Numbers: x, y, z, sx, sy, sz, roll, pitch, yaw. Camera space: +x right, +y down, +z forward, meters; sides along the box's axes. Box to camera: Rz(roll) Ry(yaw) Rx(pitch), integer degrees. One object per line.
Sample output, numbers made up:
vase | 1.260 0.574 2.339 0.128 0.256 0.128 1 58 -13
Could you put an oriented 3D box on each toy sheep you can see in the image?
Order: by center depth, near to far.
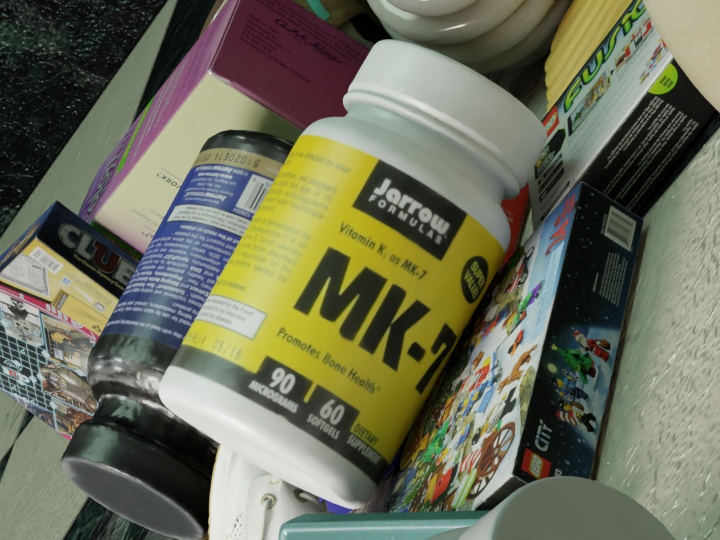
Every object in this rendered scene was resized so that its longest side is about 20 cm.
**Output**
toy sheep | 0.057 -0.180 1.675 0.138 0.200 0.138 -9 72 29

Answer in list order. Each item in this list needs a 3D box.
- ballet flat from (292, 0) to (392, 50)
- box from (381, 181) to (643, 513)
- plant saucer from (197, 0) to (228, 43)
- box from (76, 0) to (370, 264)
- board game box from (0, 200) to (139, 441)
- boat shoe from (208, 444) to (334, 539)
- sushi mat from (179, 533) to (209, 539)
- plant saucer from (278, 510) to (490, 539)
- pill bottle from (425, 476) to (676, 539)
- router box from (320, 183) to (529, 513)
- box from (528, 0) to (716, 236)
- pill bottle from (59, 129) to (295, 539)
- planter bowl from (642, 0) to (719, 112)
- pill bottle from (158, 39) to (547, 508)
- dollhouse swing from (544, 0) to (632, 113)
ballet flat | 0.013 -0.116 1.764 0.068 0.200 0.072 -41 52 2
box | 0.062 0.069 1.323 0.137 0.038 0.200 -48 16 39
plant saucer | -0.022 -0.143 1.791 0.200 0.200 0.032 -54 49 19
box | -0.050 -0.040 1.714 0.200 0.176 0.097 -48 16 41
board game box | -0.139 0.059 1.738 0.135 0.200 0.035 -39 19 44
boat shoe | -0.037 0.139 1.454 0.069 0.071 0.200 4 74 30
sushi mat | -0.098 0.163 1.667 0.096 0.012 0.200 -59 -4 -11
plant saucer | 0.016 0.135 1.243 0.200 0.019 0.070 -9 71 59
pill bottle | 0.033 0.159 1.051 0.200 0.109 0.110 -46 17 45
router box | 0.008 0.043 1.580 0.200 0.049 0.180 -48 16 40
box | 0.150 -0.105 1.400 0.200 0.035 0.110 -53 15 23
pill bottle | -0.075 0.035 1.546 0.200 0.112 0.112 -62 13 -20
planter bowl | 0.181 -0.153 1.172 0.200 0.135 0.200 -53 13 19
pill bottle | 0.000 0.000 1.378 0.200 0.114 0.114 -61 12 -9
dollhouse swing | 0.108 -0.195 1.531 0.176 0.182 0.200 -42 17 19
